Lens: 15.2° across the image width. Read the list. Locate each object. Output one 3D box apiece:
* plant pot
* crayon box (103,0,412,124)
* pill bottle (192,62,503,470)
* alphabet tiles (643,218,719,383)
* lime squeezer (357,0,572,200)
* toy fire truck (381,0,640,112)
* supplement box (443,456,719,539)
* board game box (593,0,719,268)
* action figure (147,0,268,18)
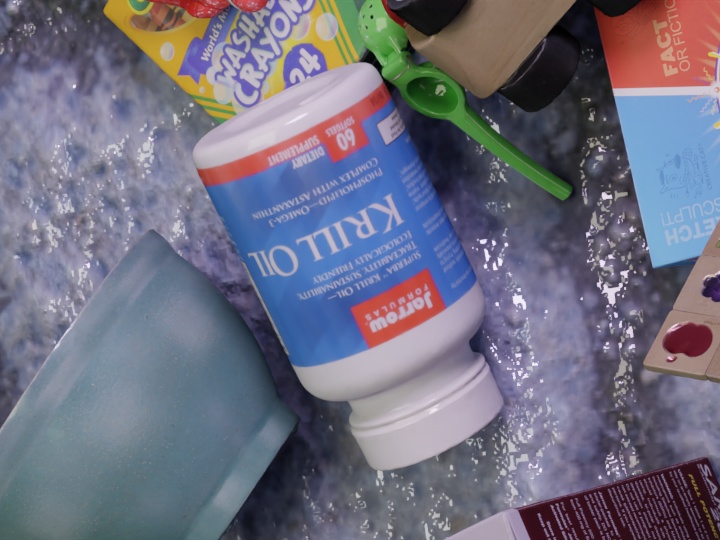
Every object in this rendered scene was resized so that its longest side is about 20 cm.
[{"bbox_3d":[-0.119,0.096,1.531,0.134,0.200,0.201,34,115,1],"label":"plant pot"},{"bbox_3d":[-0.064,-0.158,1.538,0.200,0.052,0.126,44,117,26],"label":"crayon box"},{"bbox_3d":[0.000,0.000,1.446,0.112,0.112,0.200,-19,103,36],"label":"pill bottle"},{"bbox_3d":[0.248,-0.004,1.226,0.200,0.008,0.167,11,56,36],"label":"alphabet tiles"},{"bbox_3d":[0.038,-0.114,1.438,0.038,0.071,0.200,-35,82,33],"label":"lime squeezer"},{"bbox_3d":[0.073,-0.206,1.397,0.176,0.129,0.200,-49,24,14],"label":"toy fire truck"},{"bbox_3d":[0.096,0.151,1.352,0.109,0.200,0.061,-30,78,34],"label":"supplement box"},{"bbox_3d":[0.221,-0.096,1.339,0.200,0.040,0.154,-16,84,36],"label":"board game box"},{"bbox_3d":[-0.127,-0.191,1.523,0.200,0.052,0.066,30,107,28],"label":"action figure"}]
